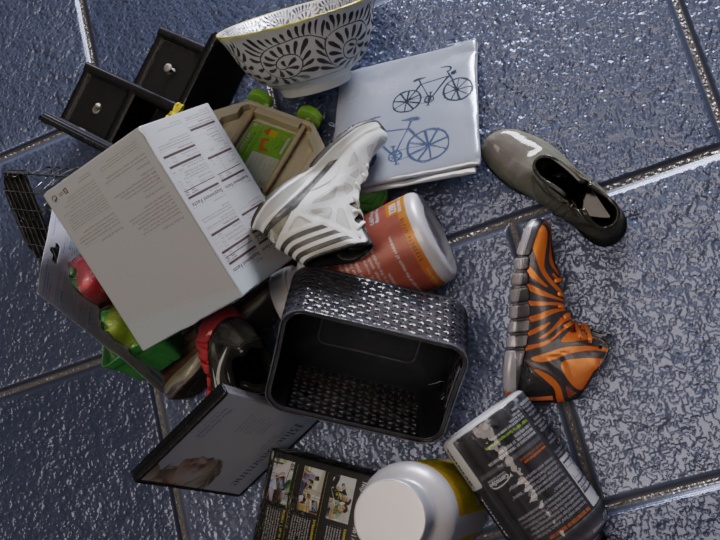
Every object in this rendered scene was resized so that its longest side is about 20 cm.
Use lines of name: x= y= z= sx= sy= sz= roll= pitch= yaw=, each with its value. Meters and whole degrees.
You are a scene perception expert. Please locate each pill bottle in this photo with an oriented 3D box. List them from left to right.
pill bottle: x=0.000 y=0.000 z=1.119 sx=0.200 sy=0.112 sz=0.112 roll=-26 pitch=73 yaw=14
pill bottle: x=0.061 y=0.249 z=1.007 sx=0.104 sy=0.200 sz=0.105 roll=-4 pitch=79 yaw=19
pill bottle: x=0.183 y=0.234 z=1.007 sx=0.106 sy=0.106 sz=0.200 roll=-37 pitch=80 yaw=11

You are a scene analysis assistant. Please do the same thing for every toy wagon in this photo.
toy wagon: x=-0.143 y=-0.151 z=1.176 sx=0.200 sy=0.040 sz=0.155 roll=20 pitch=60 yaw=13

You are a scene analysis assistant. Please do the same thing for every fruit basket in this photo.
fruit basket: x=-0.301 y=0.033 z=1.145 sx=0.094 sy=0.200 sz=0.185 roll=-38 pitch=35 yaw=18

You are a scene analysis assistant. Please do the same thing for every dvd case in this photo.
dvd case: x=-0.147 y=0.197 z=1.094 sx=0.143 sy=0.200 sz=0.018 roll=-45 pitch=60 yaw=8

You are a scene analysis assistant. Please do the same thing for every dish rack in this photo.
dish rack: x=-0.372 y=-0.071 z=1.265 sx=0.200 sy=0.055 sz=0.154 roll=6 pitch=122 yaw=29

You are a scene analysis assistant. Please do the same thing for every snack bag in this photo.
snack bag: x=0.051 y=-0.181 z=1.152 sx=0.188 sy=0.021 sz=0.200 roll=-10 pitch=55 yaw=20

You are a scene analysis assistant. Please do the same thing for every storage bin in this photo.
storage bin: x=0.008 y=0.091 z=1.051 sx=0.199 sy=0.094 sz=0.135 roll=14 pitch=121 yaw=-2

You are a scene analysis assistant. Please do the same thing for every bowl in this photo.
bowl: x=-0.066 y=-0.266 z=1.173 sx=0.200 sy=0.201 sz=0.094 roll=-9 pitch=111 yaw=19

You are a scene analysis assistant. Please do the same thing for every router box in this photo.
router box: x=-0.051 y=0.317 z=1.102 sx=0.149 sy=0.051 sz=0.201 roll=8 pitch=84 yaw=33

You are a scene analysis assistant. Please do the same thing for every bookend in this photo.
bookend: x=-0.282 y=-0.237 z=1.275 sx=0.198 sy=0.092 sz=0.200 roll=27 pitch=90 yaw=22

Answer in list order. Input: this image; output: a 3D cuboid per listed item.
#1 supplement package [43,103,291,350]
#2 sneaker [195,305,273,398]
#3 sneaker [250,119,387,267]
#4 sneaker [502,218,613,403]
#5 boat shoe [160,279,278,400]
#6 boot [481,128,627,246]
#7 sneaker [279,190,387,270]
supplement package: x=-0.203 y=-0.050 z=1.068 sx=0.152 sy=0.151 sz=0.200 roll=-28 pitch=97 yaw=27
sneaker: x=-0.135 y=0.142 z=1.120 sx=0.098 sy=0.071 sz=0.201 roll=24 pitch=128 yaw=43
sneaker: x=-0.015 y=-0.074 z=1.070 sx=0.115 sy=0.076 sz=0.200 roll=43 pitch=63 yaw=6
sneaker: x=0.220 y=0.046 z=1.058 sx=0.112 sy=0.078 sz=0.201 roll=5 pitch=93 yaw=17
boat shoe: x=-0.179 y=0.074 z=1.195 sx=0.200 sy=0.076 sz=0.072 roll=-41 pitch=68 yaw=8
boot: x=0.206 y=-0.106 z=1.050 sx=0.200 sy=0.131 sz=0.068 roll=39 pitch=95 yaw=21
sneaker: x=-0.063 y=-0.066 z=1.174 sx=0.200 sy=0.077 sz=0.084 roll=-22 pitch=65 yaw=8
